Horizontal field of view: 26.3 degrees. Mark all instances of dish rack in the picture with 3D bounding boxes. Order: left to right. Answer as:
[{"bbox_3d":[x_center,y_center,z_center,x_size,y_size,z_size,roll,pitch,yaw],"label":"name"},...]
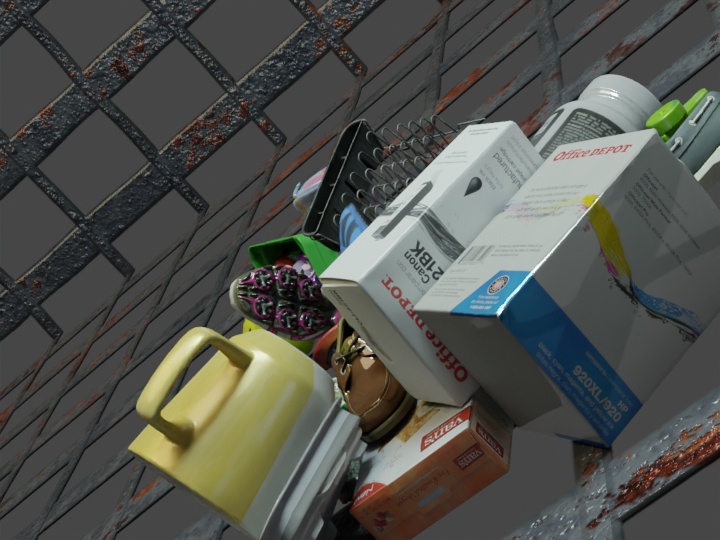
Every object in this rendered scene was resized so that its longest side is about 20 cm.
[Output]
[{"bbox_3d":[-0.049,0.222,1.309,0.172,0.043,0.201,-57,-12,-47],"label":"dish rack"},{"bbox_3d":[0.042,-0.096,1.603,0.199,0.055,0.154,-9,51,45],"label":"dish rack"}]

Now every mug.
[{"bbox_3d":[-0.099,0.132,1.330,0.154,0.149,0.187,-55,-8,-12],"label":"mug"}]

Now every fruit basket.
[{"bbox_3d":[-0.089,0.038,1.958,0.215,0.156,0.216,-26,7,3],"label":"fruit basket"}]

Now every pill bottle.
[{"bbox_3d":[0.211,-0.092,1.503,0.200,0.116,0.116,-49,15,-25],"label":"pill bottle"}]

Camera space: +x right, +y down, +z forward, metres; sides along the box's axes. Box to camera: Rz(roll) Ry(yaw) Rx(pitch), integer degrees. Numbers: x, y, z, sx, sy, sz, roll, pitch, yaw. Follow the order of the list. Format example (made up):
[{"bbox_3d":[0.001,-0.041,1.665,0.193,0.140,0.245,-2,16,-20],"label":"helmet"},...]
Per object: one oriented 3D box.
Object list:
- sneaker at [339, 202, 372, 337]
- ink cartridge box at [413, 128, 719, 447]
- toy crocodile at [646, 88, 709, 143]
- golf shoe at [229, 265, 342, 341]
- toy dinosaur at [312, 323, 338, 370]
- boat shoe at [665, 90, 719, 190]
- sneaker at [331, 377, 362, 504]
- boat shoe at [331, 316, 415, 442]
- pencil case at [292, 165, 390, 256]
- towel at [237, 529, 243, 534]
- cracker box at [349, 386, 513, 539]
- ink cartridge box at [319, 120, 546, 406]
[{"bbox_3d":[0.000,0.000,1.419,0.078,0.066,0.200,-46,24,9],"label":"sneaker"},{"bbox_3d":[0.177,0.012,1.214,0.200,0.145,0.147,-47,17,-16],"label":"ink cartridge box"},{"bbox_3d":[0.273,-0.094,1.432,0.200,0.068,0.062,-50,14,-24],"label":"toy crocodile"},{"bbox_3d":[-0.070,0.044,1.649,0.092,0.199,0.073,-15,70,42],"label":"golf shoe"},{"bbox_3d":[0.028,0.030,1.618,0.180,0.201,0.105,-13,-8,-9],"label":"toy dinosaur"},{"bbox_3d":[0.270,-0.083,1.365,0.200,0.062,0.073,-41,-23,-10],"label":"boat shoe"},{"bbox_3d":[-0.008,0.147,1.465,0.077,0.089,0.200,-38,15,19],"label":"sneaker"},{"bbox_3d":[0.003,0.091,1.406,0.072,0.068,0.200,-39,14,8],"label":"boat shoe"},{"bbox_3d":[0.009,-0.031,1.737,0.090,0.201,0.083,-29,11,23],"label":"pencil case"},{"bbox_3d":[-0.073,0.188,1.488,0.200,0.034,0.133,134,154,-71],"label":"towel"},{"bbox_3d":[0.068,0.138,1.340,0.134,0.058,0.200,-38,15,22],"label":"cracker box"},{"bbox_3d":[0.087,-0.006,1.300,0.200,0.144,0.084,-45,18,-16],"label":"ink cartridge box"}]
